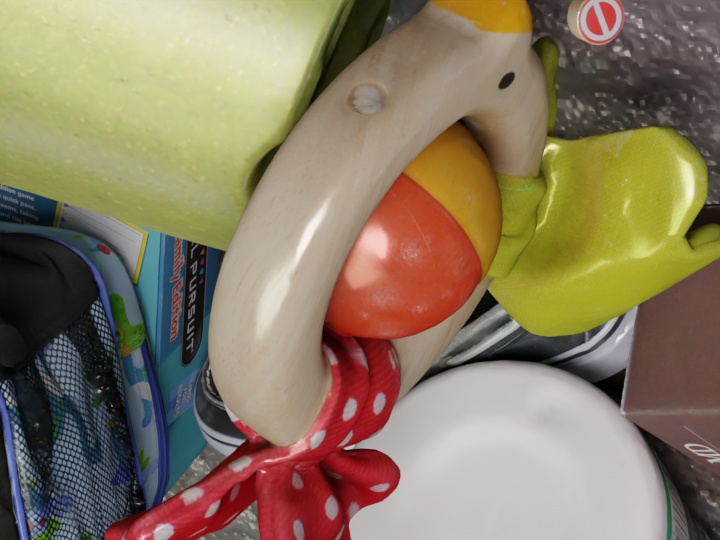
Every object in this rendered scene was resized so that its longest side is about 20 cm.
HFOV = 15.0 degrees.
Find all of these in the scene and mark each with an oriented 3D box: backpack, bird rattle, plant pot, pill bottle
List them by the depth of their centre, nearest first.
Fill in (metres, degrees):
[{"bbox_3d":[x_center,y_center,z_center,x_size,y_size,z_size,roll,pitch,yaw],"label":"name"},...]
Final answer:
[{"bbox_3d":[0.000,0.000,0.765,0.113,0.200,0.163,40,160,28],"label":"bird rattle"},{"bbox_3d":[-0.086,-0.097,0.802,0.184,0.201,0.201,24,143,4],"label":"plant pot"},{"bbox_3d":[0.070,0.118,0.943,0.113,0.113,0.200,14,161,25],"label":"pill bottle"},{"bbox_3d":[-0.152,0.081,0.949,0.182,0.147,0.201,3,114,27],"label":"backpack"}]

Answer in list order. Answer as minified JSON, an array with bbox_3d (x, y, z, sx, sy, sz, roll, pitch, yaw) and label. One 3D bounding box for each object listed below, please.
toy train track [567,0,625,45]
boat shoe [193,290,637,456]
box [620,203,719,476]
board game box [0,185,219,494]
[{"bbox_3d":[0.126,-0.053,0.744,0.199,0.033,0.115,20,-173,-24],"label":"toy train track"},{"bbox_3d":[0.007,0.016,0.943,0.200,0.072,0.071,-21,144,37],"label":"boat shoe"},{"bbox_3d":[0.187,0.026,0.796,0.199,0.075,0.100,-1,159,40],"label":"box"},{"bbox_3d":[-0.125,-0.026,0.993,0.151,0.047,0.201,20,129,18],"label":"board game box"}]
